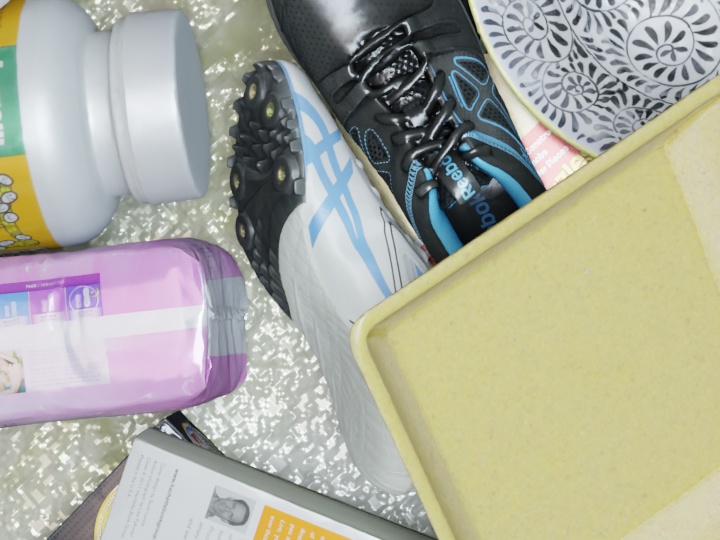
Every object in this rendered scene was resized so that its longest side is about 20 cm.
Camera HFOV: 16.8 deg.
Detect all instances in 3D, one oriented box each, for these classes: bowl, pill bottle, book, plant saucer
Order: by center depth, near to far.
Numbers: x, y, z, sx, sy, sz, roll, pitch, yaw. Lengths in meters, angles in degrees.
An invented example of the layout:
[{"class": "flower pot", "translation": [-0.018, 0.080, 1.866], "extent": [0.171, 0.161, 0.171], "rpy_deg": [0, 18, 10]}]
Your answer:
[{"class": "plant saucer", "translation": [0.099, 0.048, 0.996], "extent": [0.199, 0.048, 0.201], "rpy_deg": [-33, 116, -18]}, {"class": "bowl", "translation": [0.151, -0.143, 1.042], "extent": [0.199, 0.094, 0.203], "rpy_deg": [3, 98, 24]}, {"class": "book", "translation": [-0.026, 0.168, 1.065], "extent": [0.199, 0.048, 0.135], "rpy_deg": [21, 98, 5]}, {"class": "pill bottle", "translation": [-0.171, -0.062, 1.081], "extent": [0.198, 0.113, 0.114], "rpy_deg": [-6, 92, 6]}]

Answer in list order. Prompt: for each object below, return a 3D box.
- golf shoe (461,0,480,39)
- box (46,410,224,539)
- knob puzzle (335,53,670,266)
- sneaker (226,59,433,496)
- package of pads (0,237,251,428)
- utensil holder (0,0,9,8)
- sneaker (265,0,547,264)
[{"class": "golf shoe", "translation": [-0.020, -0.169, 1.077], "extent": [0.078, 0.095, 0.200], "rpy_deg": [-44, 102, 3]}, {"class": "box", "translation": [-0.098, 0.191, 1.117], "extent": [0.160, 0.044, 0.200], "rpy_deg": [45, 96, 2]}, {"class": "knob puzzle", "translation": [0.065, -0.009, 1.098], "extent": [0.217, 0.030, 0.222], "rpy_deg": [0, 90, 6]}, {"class": "sneaker", "translation": [0.000, 0.000, 1.064], "extent": [0.072, 0.072, 0.201], "rpy_deg": [-16, 77, -34]}, {"class": "package of pads", "translation": [-0.152, 0.032, 1.078], "extent": [0.198, 0.120, 0.076], "rpy_deg": [-7, 86, 6]}, {"class": "utensil holder", "translation": [-0.229, -0.209, 1.019], "extent": [0.170, 0.170, 0.200], "rpy_deg": [-49, 62, 6]}, {"class": "sneaker", "translation": [0.031, -0.066, 1.020], "extent": [0.073, 0.082, 0.201], "rpy_deg": [-35, 106, 4]}]
